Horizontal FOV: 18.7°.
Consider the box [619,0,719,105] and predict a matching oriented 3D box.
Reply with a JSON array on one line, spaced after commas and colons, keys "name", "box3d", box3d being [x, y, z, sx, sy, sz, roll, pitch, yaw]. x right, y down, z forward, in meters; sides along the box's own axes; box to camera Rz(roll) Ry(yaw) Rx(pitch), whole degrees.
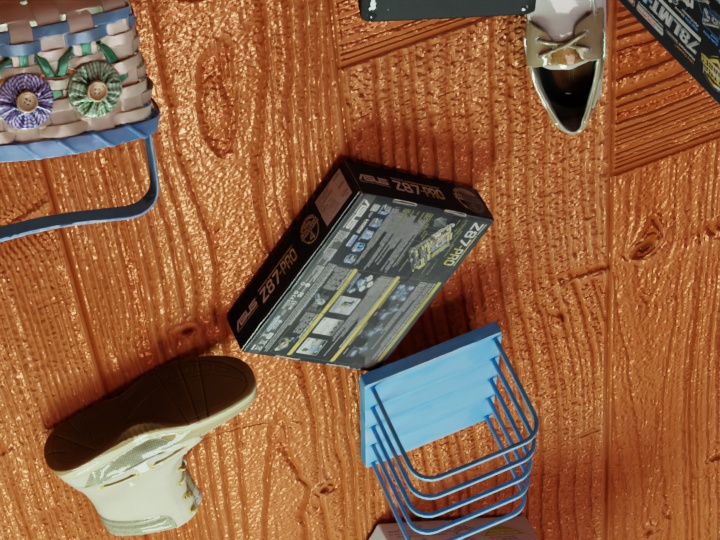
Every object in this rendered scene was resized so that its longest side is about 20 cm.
[{"name": "box", "box3d": [0.260, -0.253, 1.682, 0.050, 0.200, 0.199, -22, 141, -18]}]

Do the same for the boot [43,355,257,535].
[{"name": "boot", "box3d": [-0.168, 0.163, 1.983, 0.200, 0.072, 0.155, -25, 141, 3]}]

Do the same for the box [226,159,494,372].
[{"name": "box", "box3d": [0.000, 0.000, 1.924, 0.161, 0.049, 0.200, 11, 128, -38]}]

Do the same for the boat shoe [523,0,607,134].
[{"name": "boat shoe", "box3d": [0.170, -0.194, 1.784, 0.075, 0.068, 0.200, -6, 142, 12]}]

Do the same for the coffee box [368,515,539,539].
[{"name": "coffee box", "box3d": [0.099, 0.397, 2.304, 0.200, 0.198, 0.200, 1, 132, -35]}]

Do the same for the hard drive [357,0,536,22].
[{"name": "hard drive", "box3d": [0.070, -0.273, 1.650, 0.140, 0.033, 0.200, -4, 137, -5]}]

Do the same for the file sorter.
[{"name": "file sorter", "box3d": [0.087, 0.163, 2.067, 0.139, 0.123, 0.200, -22, 154, -10]}]

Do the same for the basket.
[{"name": "basket", "box3d": [-0.236, -0.113, 1.579, 0.176, 0.139, 0.200, -14, 129, -20]}]
